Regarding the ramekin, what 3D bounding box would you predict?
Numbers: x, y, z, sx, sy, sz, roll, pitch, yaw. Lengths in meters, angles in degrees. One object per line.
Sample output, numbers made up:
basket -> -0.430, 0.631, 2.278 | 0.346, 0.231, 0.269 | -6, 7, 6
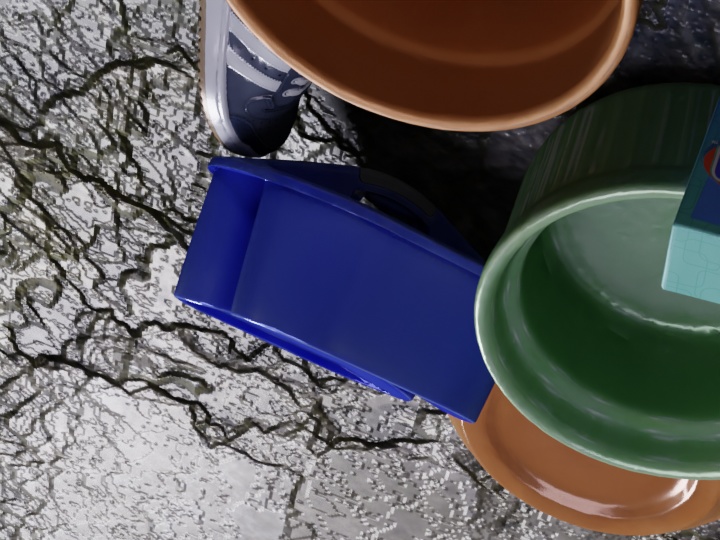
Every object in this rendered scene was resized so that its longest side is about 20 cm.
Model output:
ramekin -> 0.162, 0.002, 1.257 | 0.199, 0.098, 0.201 | 8, 135, 8

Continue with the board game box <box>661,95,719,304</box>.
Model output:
board game box -> 0.229, -0.056, 1.090 | 0.151, 0.201, 0.045 | 16, 141, 11

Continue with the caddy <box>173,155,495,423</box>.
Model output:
caddy -> 0.000, 0.000, 1.334 | 0.199, 0.105, 0.141 | 26, 175, -32

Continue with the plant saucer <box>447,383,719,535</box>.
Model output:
plant saucer -> 0.136, 0.088, 1.440 | 0.199, 0.038, 0.201 | 16, 142, 13

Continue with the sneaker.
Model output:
sneaker -> -0.020, -0.124, 1.255 | 0.108, 0.070, 0.201 | 16, 138, 15

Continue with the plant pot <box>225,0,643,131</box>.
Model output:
plant pot -> 0.043, -0.180, 1.098 | 0.199, 0.140, 0.201 | 16, 141, 13
